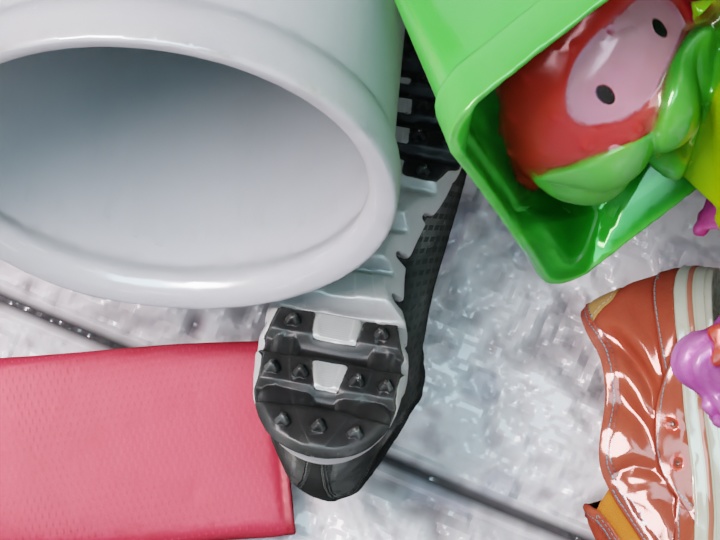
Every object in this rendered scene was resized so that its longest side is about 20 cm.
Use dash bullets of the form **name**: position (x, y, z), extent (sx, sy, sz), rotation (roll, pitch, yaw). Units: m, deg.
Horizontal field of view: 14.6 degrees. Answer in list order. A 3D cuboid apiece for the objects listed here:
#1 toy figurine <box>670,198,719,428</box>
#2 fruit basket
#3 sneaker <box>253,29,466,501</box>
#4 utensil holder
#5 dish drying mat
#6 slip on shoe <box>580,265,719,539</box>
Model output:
- **toy figurine**: position (0.187, 0.040, 1.030), extent (0.184, 0.150, 0.200), rotation (43, 87, -3)
- **fruit basket**: position (0.133, -0.067, 0.928), extent (0.214, 0.156, 0.217), rotation (-8, 64, 18)
- **sneaker**: position (0.000, 0.000, 1.073), extent (0.066, 0.091, 0.201), rotation (11, 59, 5)
- **utensil holder**: position (-0.063, -0.114, 1.001), extent (0.169, 0.170, 0.201), rotation (6, 59, -2)
- **dish drying mat**: position (-0.127, 0.071, 1.084), extent (0.198, 0.018, 0.077), rotation (-4, 84, -4)
- **slip on shoe**: position (0.117, 0.100, 1.074), extent (0.061, 0.074, 0.202), rotation (-6, 86, 19)
